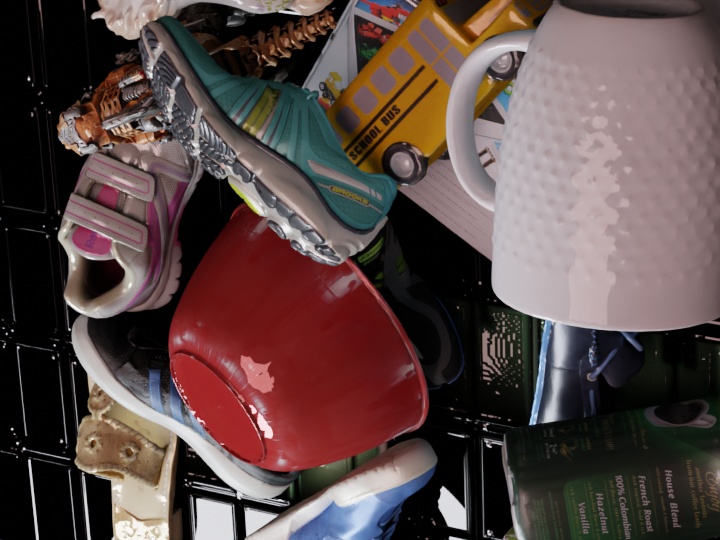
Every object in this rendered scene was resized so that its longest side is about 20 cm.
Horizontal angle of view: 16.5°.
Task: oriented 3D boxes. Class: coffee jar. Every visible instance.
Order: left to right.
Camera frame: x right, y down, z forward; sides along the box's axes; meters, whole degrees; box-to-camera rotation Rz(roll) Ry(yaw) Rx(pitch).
[{"bbox_3d":[0.195,0.133,1.610,0.199,0.104,0.086,-10,103,4],"label":"coffee jar"}]

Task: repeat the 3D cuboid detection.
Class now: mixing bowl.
[{"bbox_3d":[-0.061,0.063,1.706,0.200,0.108,0.200,40,154,25],"label":"mixing bowl"}]

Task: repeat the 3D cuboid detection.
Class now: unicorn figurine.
[{"bbox_3d":[-0.106,-0.207,1.619,0.199,0.074,0.138,16,122,19],"label":"unicorn figurine"}]

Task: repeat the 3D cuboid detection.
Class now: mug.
[{"bbox_3d":[0.134,-0.076,1.475,0.200,0.147,0.176,16,112,37],"label":"mug"}]

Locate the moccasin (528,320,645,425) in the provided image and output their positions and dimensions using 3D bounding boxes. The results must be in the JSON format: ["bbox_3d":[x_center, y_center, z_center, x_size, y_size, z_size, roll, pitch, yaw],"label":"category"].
[{"bbox_3d":[0.161,0.049,1.658,0.068,0.081,0.200,18,134,16],"label":"moccasin"}]

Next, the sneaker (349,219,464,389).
[{"bbox_3d":[0.000,-0.001,1.704,0.071,0.083,0.200,-32,95,1],"label":"sneaker"}]

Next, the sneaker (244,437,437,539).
[{"bbox_3d":[0.007,0.203,1.800,0.200,0.077,0.111,-34,87,40],"label":"sneaker"}]

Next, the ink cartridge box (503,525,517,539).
[{"bbox_3d":[0.135,0.246,1.674,0.076,0.200,0.148,4,114,28],"label":"ink cartridge box"}]

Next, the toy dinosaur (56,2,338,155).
[{"bbox_3d":[-0.105,-0.126,1.673,0.199,0.136,0.103,1,109,19],"label":"toy dinosaur"}]

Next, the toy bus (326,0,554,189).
[{"bbox_3d":[0.047,-0.119,1.598,0.078,0.065,0.200,47,126,5],"label":"toy bus"}]

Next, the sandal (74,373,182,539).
[{"bbox_3d":[-0.183,0.147,1.888,0.077,0.070,0.212,5,114,27],"label":"sandal"}]

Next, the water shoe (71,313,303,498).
[{"bbox_3d":[-0.117,0.081,1.825,0.200,0.072,0.079,38,120,-5],"label":"water shoe"}]

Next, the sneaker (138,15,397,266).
[{"bbox_3d":[-0.062,-0.091,1.591,0.200,0.080,0.078,44,161,0],"label":"sneaker"}]

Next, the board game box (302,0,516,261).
[{"bbox_3d":[0.063,-0.101,1.658,0.200,0.035,0.126,38,124,9],"label":"board game box"}]

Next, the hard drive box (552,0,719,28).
[{"bbox_3d":[0.233,-0.108,1.534,0.156,0.077,0.200,-17,102,33],"label":"hard drive box"}]

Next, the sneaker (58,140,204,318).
[{"bbox_3d":[-0.168,-0.047,1.780,0.081,0.088,0.201,18,119,21],"label":"sneaker"}]
